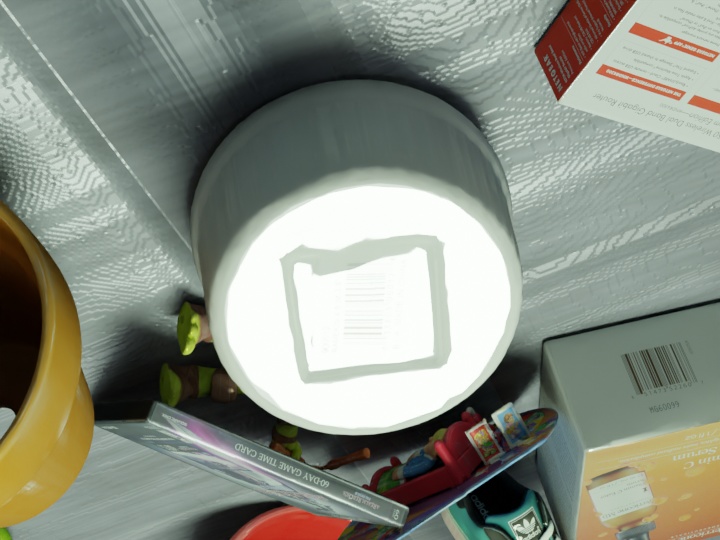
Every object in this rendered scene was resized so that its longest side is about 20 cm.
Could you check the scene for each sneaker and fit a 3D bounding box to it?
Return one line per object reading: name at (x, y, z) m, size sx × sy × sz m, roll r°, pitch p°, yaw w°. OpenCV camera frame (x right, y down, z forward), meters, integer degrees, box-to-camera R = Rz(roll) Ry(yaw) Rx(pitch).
sneaker at (0.136, 0.235, 1.013) m, size 0.071 × 0.200 × 0.080 m, roll -29°, pitch 150°, yaw -24°

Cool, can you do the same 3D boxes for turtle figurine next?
turtle figurine at (-0.049, 0.061, 0.846) m, size 0.160 × 0.065 × 0.200 m, roll 11°, pitch 133°, yaw -20°

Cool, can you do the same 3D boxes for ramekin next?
ramekin at (0.000, 0.000, 0.714) m, size 0.199 × 0.098 × 0.201 m, roll -3°, pitch 122°, yaw -5°

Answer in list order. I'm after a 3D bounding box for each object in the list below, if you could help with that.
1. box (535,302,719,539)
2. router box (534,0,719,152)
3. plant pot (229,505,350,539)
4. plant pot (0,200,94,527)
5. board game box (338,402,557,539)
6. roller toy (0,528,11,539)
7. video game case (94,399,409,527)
box at (0.232, 0.140, 0.999) m, size 0.151 × 0.107 × 0.201 m, roll -13°, pitch 141°, yaw -4°
router box at (0.230, -0.152, 0.695) m, size 0.199 × 0.049 × 0.180 m, roll 12°, pitch 134°, yaw -30°
plant pot at (-0.066, 0.331, 1.076) m, size 0.199 × 0.201 × 0.177 m, roll 7°, pitch 145°, yaw -25°
plant pot at (-0.243, 0.070, 0.709) m, size 0.199 × 0.201 × 0.183 m, roll -16°, pitch 157°, yaw 1°
board game box at (0.056, 0.146, 0.944) m, size 0.199 × 0.039 × 0.158 m, roll -32°, pitch -178°, yaw -8°
roller toy at (-0.356, 0.276, 0.938) m, size 0.181 × 0.140 × 0.201 m, roll -4°, pitch 140°, yaw -14°
video game case at (-0.082, 0.137, 0.864) m, size 0.199 × 0.019 × 0.143 m, roll 28°, pitch 162°, yaw -22°
